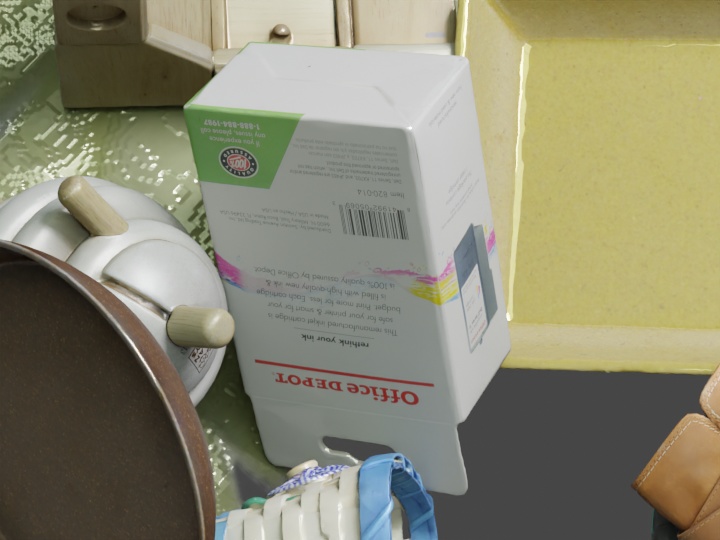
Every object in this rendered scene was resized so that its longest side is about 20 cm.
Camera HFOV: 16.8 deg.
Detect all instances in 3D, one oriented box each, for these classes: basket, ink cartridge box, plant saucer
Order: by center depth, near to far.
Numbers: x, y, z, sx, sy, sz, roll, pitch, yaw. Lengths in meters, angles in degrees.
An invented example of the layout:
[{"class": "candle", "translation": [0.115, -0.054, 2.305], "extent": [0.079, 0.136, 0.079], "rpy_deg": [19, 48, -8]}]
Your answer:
[{"class": "plant saucer", "translation": [-0.128, 0.076, 1.029], "extent": [0.034, 0.200, 0.200], "rpy_deg": [-25, 70, -44]}, {"class": "basket", "translation": [0.026, 0.151, 1.070], "extent": [0.199, 0.176, 0.140], "rpy_deg": [-1, 78, 6]}, {"class": "ink cartridge box", "translation": [0.000, 0.000, 1.128], "extent": [0.117, 0.201, 0.067], "rpy_deg": [7, 35, 25]}, {"class": "plant saucer", "translation": [0.144, -0.046, 1.187], "extent": [0.199, 0.048, 0.201], "rpy_deg": [2, 80, 15]}]

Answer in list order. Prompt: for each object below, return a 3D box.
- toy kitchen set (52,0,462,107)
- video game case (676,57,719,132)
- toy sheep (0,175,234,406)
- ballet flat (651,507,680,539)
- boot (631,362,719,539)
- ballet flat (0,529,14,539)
[{"class": "toy kitchen set", "translation": [-0.046, -0.109, 1.161], "extent": [0.199, 0.181, 0.164], "rpy_deg": [-2, 71, -4]}, {"class": "video game case", "translation": [0.283, -0.057, 1.231], "extent": [0.181, 0.045, 0.200], "rpy_deg": [-28, 73, -11]}, {"class": "toy sheep", "translation": [-0.129, 0.019, 1.120], "extent": [0.138, 0.200, 0.138], "rpy_deg": [-7, 102, -38]}, {"class": "ballet flat", "translation": [0.234, 0.101, 1.160], "extent": [0.199, 0.068, 0.069], "rpy_deg": [-7, 59, -6]}, {"class": "boot", "translation": [0.234, 0.077, 1.103], "extent": [0.155, 0.077, 0.200], "rpy_deg": [40, 88, 18]}, {"class": "ballet flat", "translation": [-0.126, 0.178, 1.107], "extent": [0.072, 0.072, 0.200], "rpy_deg": [-35, 75, -15]}]
